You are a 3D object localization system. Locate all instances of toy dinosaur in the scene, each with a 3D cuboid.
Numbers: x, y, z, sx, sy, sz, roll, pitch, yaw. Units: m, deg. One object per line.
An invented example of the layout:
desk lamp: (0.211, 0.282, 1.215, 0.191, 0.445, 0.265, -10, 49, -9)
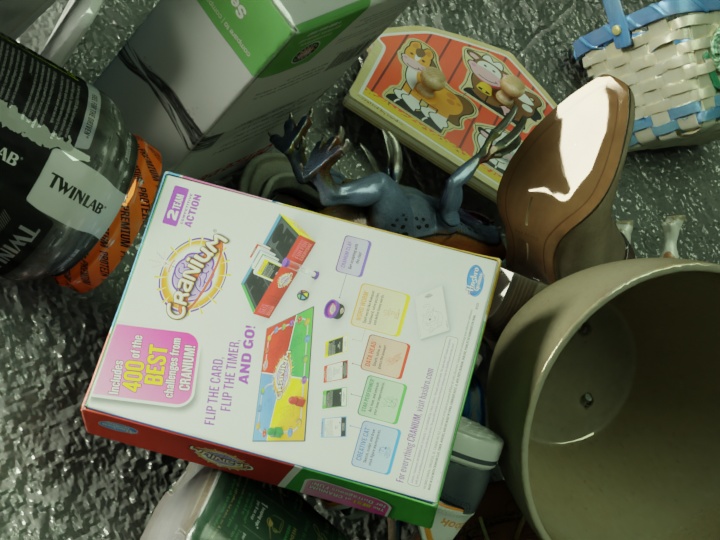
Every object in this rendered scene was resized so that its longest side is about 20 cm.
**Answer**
toy dinosaur: (0.018, -0.031, 1.304, 0.181, 0.105, 0.201, 41, 74, -33)

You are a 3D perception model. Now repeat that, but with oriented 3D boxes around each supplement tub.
supplement tub: (-0.220, -0.074, 1.143, 0.199, 0.122, 0.123, 29, 46, -23)

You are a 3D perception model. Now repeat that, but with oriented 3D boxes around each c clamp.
c clamp: (0.000, 0.000, 1.300, 0.199, 0.027, 0.171, 33, 36, -1)

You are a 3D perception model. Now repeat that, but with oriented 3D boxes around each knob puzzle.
knob puzzle: (0.092, -0.125, 1.490, 0.219, 0.031, 0.220, 23, 33, -16)

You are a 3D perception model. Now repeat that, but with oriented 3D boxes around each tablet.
tablet: (-0.164, -0.180, 1.259, 0.014, 0.130, 0.201, 31, 46, -13)

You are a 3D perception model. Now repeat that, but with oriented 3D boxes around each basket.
basket: (0.258, -0.204, 1.648, 0.176, 0.139, 0.201, -12, 81, -45)

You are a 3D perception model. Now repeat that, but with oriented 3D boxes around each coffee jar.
coffee jar: (-0.031, 0.195, 1.156, 0.200, 0.085, 0.104, 40, 37, -13)

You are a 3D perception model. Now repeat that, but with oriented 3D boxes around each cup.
cup: (0.155, 0.078, 1.236, 0.199, 0.143, 0.202, -6, 105, -22)

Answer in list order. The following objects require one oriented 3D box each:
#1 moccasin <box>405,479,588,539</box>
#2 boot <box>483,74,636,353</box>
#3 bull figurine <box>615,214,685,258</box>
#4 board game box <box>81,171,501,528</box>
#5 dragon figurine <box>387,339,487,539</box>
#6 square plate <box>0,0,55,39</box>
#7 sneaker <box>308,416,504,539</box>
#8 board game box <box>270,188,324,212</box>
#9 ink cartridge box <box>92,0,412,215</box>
moccasin: (0.099, 0.177, 1.276, 0.201, 0.074, 0.078, -14, 35, -40)
boot: (0.145, -0.020, 1.334, 0.070, 0.201, 0.146, 37, 9, 34)
bull figurine: (0.191, 0.027, 1.467, 0.199, 0.065, 0.122, -12, 97, -40)
board game box: (-0.036, 0.042, 1.127, 0.199, 0.040, 0.154, 15, 65, 4)
dragon figurine: (0.044, 0.093, 1.305, 0.099, 0.059, 0.201, 10, 49, -27)
square plate: (-0.242, -0.182, 1.141, 0.197, 0.200, 0.029, 14, 62, -35)
sneaker: (-0.018, 0.095, 1.189, 0.199, 0.080, 0.078, 25, 10, 26)
board game box: (-0.050, 0.014, 1.311, 0.105, 0.023, 0.200, 51, 41, -3)
ink cartridge box: (-0.072, -0.136, 1.262, 0.084, 0.200, 0.146, 53, 41, 6)
